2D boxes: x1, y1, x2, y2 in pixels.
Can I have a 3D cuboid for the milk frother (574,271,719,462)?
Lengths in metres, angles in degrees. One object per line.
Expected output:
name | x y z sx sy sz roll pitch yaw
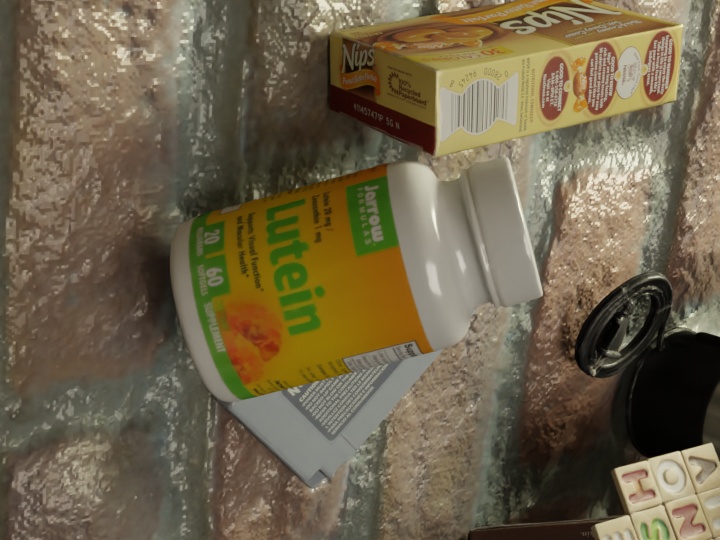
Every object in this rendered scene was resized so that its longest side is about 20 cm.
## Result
milk frother | 0.292 0.097 0.974 0.198 0.187 0.183 -6 104 -38

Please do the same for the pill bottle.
pill bottle | 0.000 0.000 0.717 0.198 0.112 0.112 -15 124 8

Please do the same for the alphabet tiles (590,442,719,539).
alphabet tiles | 0.253 0.229 0.886 0.165 0.008 0.202 -8 71 -29

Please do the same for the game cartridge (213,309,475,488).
game cartridge | -0.004 0.037 0.837 0.200 0.041 0.133 -48 125 -9

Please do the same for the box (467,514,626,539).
box | 0.170 0.320 0.950 0.167 0.162 0.201 59 32 -38

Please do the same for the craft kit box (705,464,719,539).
craft kit box | 0.290 0.281 0.976 0.197 0.048 0.202 43 44 -48

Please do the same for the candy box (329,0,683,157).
candy box | 0.092 -0.129 0.782 0.198 0.115 0.056 -15 119 -31
